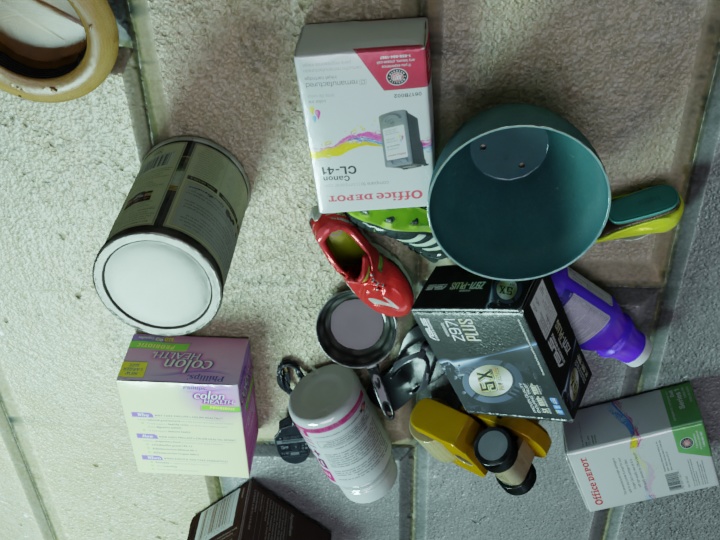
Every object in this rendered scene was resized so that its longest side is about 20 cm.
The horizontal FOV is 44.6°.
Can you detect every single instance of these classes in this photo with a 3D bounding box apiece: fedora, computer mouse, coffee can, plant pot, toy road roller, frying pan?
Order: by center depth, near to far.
[{"bbox_3d":[-0.353,-0.281,0.943,0.197,0.082,0.203,-1,131,-1],"label":"fedora"},{"bbox_3d":[0.175,-0.109,1.001,0.197,0.136,0.202,2,129,3],"label":"plant pot"},{"bbox_3d":[-0.216,-0.045,1.040,0.144,0.201,0.148,2,129,3],"label":"coffee can"},{"bbox_3d":[0.020,0.106,1.220,0.115,0.031,0.190,-41,103,15],"label":"frying pan"},{"bbox_3d":[0.184,0.220,1.278,0.198,0.147,0.123,16,157,39],"label":"toy road roller"},{"bbox_3d":[-0.105,0.215,1.347,0.058,0.034,0.203,-2,121,-5],"label":"computer mouse"}]

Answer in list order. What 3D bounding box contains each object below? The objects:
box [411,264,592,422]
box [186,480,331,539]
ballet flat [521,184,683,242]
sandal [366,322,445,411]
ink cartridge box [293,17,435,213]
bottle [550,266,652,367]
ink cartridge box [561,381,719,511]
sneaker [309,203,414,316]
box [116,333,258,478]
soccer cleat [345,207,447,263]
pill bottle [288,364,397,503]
[{"bbox_3d":[0.183,0.092,1.129,0.162,0.087,0.201,-1,131,39],"label":"box"},{"bbox_3d":[-0.177,0.497,1.481,0.165,0.165,0.199,-37,118,28],"label":"box"},{"bbox_3d":[0.297,-0.056,1.083,0.197,0.068,0.067,-10,148,9],"label":"ballet flat"},{"bbox_3d":[0.072,0.145,1.243,0.076,0.043,0.201,35,130,2],"label":"sandal"},{"bbox_3d":[0.011,-0.173,0.997,0.145,0.086,0.202,-3,126,7],"label":"ink cartridge box"},{"bbox_3d":[0.302,0.063,1.168,0.198,0.066,0.084,31,130,-19],"label":"bottle"},{"bbox_3d":[0.413,0.265,1.305,0.197,0.085,0.146,-17,125,16],"label":"ink cartridge box"},{"bbox_3d":[0.000,0.000,1.124,0.077,0.085,0.200,-36,118,14],"label":"sneaker"},{"bbox_3d":[-0.249,0.202,1.301,0.173,0.097,0.202,2,129,3],"label":"box"},{"bbox_3d":[0.072,-0.049,1.104,0.197,0.068,0.082,12,141,-5],"label":"soccer cleat"},{"bbox_3d":[-0.020,0.247,1.306,0.112,0.114,0.202,-15,126,16],"label":"pill bottle"}]
